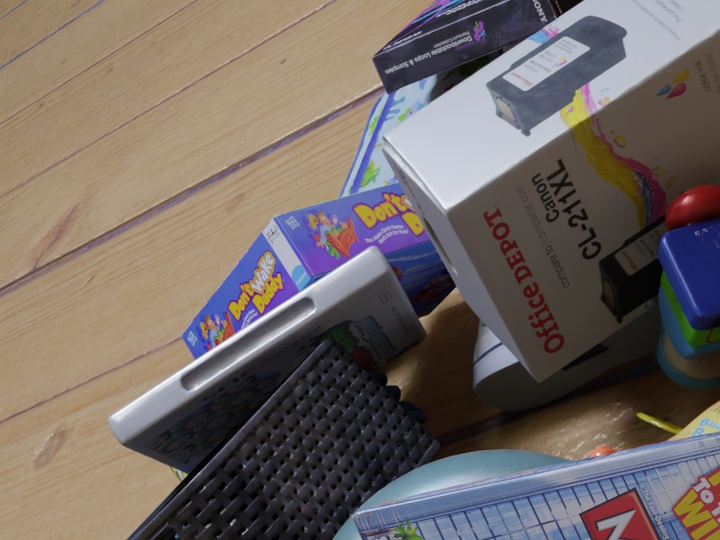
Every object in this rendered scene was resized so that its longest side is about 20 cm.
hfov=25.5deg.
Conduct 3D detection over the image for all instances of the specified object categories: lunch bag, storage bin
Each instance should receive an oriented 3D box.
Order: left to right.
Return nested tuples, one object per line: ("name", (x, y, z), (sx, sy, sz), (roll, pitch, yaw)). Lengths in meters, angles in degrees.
("storage bin", (-0.054, 0.137, 0.859), (0.135, 0.094, 0.200), (-45, -1, 28))
("lunch bag", (0.063, -0.090, 1.215), (0.161, 0.082, 0.200), (-25, 31, 39))

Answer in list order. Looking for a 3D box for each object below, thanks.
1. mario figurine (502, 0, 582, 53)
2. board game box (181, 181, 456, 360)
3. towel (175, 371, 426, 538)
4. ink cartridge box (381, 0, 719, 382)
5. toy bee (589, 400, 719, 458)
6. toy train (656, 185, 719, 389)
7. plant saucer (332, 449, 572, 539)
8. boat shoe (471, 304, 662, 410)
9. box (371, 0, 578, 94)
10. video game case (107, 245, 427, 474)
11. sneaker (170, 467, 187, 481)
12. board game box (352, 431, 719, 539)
("mario figurine", (0.171, -0.159, 1.126), (0.123, 0.106, 0.200), (-53, 13, 32))
("board game box", (0.000, 0.000, 1.013), (0.200, 0.045, 0.134), (-17, -22, -43))
("towel", (-0.056, 0.137, 1.027), (0.200, 0.049, 0.112), (-38, -13, 8))
("ink cartridge box", (0.133, -0.056, 0.835), (0.200, 0.146, 0.083), (-34, 42, -2))
("toy bee", (0.166, 0.105, 0.751), (0.131, 0.109, 0.200), (-6, 45, 50))
("toy train", (0.247, -0.002, 0.813), (0.200, 0.116, 0.085), (-17, 63, -8))
("plant saucer", (0.064, 0.181, 0.711), (0.200, 0.200, 0.027), (-41, -12, 6))
("boat shoe", (0.149, 0.010, 0.946), (0.202, 0.075, 0.086), (-31, 45, 37))
("box", (0.104, -0.201, 1.200), (0.143, 0.036, 0.200), (-20, 17, 27))
("video game case", (-0.048, 0.064, 0.982), (0.182, 0.024, 0.200), (-33, -16, 0))
("sneaker", (-0.046, 0.098, 1.118), (0.200, 0.074, 0.081), (-47, 35, 6))
("board game box", (0.130, 0.145, 0.642), (0.200, 0.200, 0.062), (-29, -11, 17))
